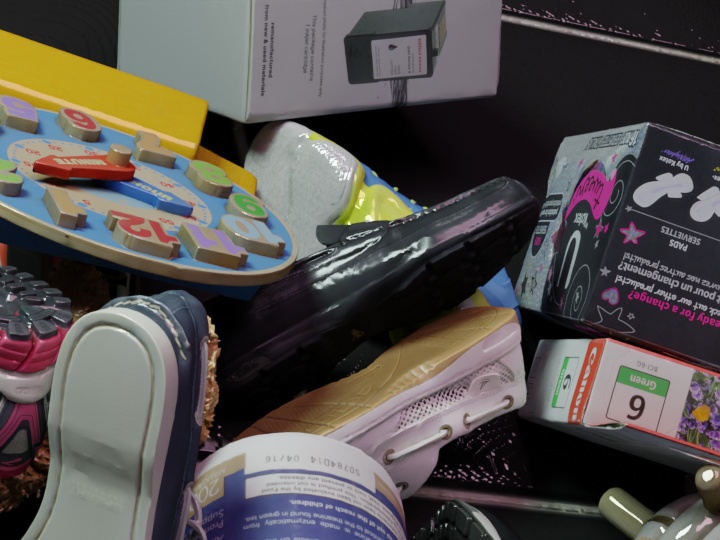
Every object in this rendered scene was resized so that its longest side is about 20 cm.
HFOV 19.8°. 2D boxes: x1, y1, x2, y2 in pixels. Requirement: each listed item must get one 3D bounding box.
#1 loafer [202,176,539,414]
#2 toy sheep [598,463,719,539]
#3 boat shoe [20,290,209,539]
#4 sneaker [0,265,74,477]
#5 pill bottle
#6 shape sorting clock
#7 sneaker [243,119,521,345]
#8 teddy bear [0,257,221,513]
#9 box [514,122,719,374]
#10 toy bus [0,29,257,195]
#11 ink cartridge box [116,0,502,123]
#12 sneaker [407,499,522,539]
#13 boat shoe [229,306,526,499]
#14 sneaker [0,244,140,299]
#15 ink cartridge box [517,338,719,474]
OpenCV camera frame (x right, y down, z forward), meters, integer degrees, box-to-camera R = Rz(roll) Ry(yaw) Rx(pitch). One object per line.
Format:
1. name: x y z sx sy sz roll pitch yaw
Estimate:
1. loafer: 0.000 0.000 1.090 0.200 0.068 0.071 -29 62 -4
2. toy sheep: 0.193 0.166 1.010 0.137 0.138 0.200 -12 44 -40
3. boat shoe: -0.105 0.103 0.868 0.075 0.201 0.062 17 19 24
4. sneaker: -0.198 0.024 0.909 0.080 0.075 0.200 -1 20 -35
5. pill bottle: -0.030 0.174 0.884 0.110 0.111 0.200 14 36 -14
6. shape sorting clock: -0.124 -0.043 1.018 0.199 0.039 0.200 21 20 -8
7. sneaker: 0.017 -0.012 1.201 0.105 0.076 0.200 7 35 -53
8. teddy bear: -0.161 0.059 0.963 0.199 0.067 0.145 -8 44 1
9. box: 0.174 -0.007 1.159 0.132 0.115 0.200 18 -2 -7
10. toy bus: -0.153 -0.072 1.155 0.199 0.079 0.065 18 36 -8
11. ink cartridge box: -0.030 -0.152 1.282 0.199 0.085 0.146 -9 20 -38
12. sneaker: 0.070 0.144 0.916 0.087 0.200 0.076 6 81 -9
13. boat shoe: 0.011 0.088 1.054 0.199 0.070 0.071 -27 18 -27
14. sneaker: -0.145 0.016 1.044 0.077 0.082 0.200 4 40 -26
15. ink cartridge box: 0.162 0.073 1.079 0.108 0.051 0.200 18 -6 -9
